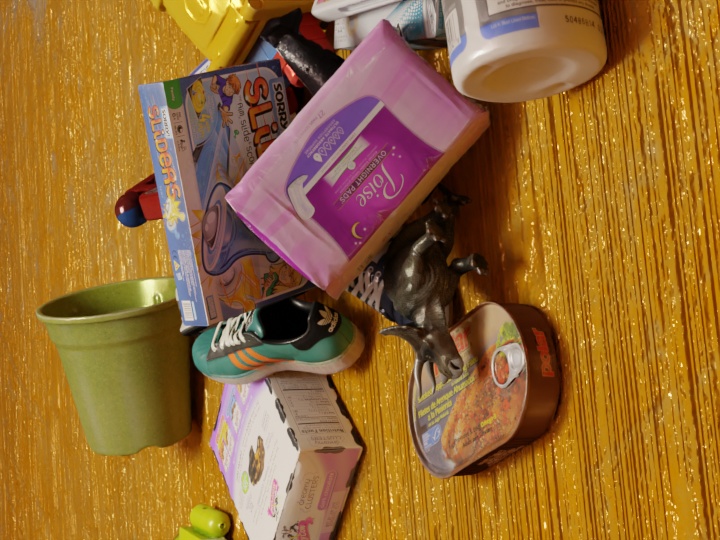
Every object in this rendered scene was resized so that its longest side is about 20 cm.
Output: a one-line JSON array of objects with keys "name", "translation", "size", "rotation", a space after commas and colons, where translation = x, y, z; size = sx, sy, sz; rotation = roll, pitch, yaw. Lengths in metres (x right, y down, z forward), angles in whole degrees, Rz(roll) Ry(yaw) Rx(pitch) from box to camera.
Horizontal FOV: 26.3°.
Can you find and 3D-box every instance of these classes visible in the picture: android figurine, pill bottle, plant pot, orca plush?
[{"name": "android figurine", "translation": [-0.178, 0.372, 1.818], "size": [0.200, 0.041, 0.184], "rotation": [180, 90, -65]}, {"name": "pill bottle", "translation": [0.109, -0.234, 1.117], "size": [0.114, 0.113, 0.202], "rotation": [147, 119, -61]}, {"name": "plant pot", "translation": [-0.284, 0.121, 1.898], "size": [0.200, 0.199, 0.186], "rotation": [14, 115, 64]}, {"name": "orca plush", "translation": [0.009, -0.153, 1.323], "size": [0.071, 0.105, 0.200], "rotation": [-41, 79, 16]}]

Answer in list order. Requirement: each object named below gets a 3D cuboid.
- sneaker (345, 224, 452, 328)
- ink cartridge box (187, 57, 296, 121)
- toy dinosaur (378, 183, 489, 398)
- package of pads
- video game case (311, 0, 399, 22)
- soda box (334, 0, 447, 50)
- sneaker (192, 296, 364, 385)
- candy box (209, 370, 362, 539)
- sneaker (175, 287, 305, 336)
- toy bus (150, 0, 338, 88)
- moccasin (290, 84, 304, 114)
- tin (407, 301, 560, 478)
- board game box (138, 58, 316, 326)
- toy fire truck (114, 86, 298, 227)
[{"name": "sneaker", "translation": [0.000, 0.000, 1.355], "size": [0.200, 0.108, 0.071], "rotation": [-122, 39, -48]}, {"name": "ink cartridge box", "translation": [-0.120, -0.111, 1.573], "size": [0.196, 0.043, 0.201], "rotation": [-30, 88, 53]}, {"name": "toy dinosaur", "translation": [0.048, -0.007, 1.244], "size": [0.102, 0.077, 0.201], "rotation": [-46, 34, 29]}, {"name": "package of pads", "translation": [0.000, -0.088, 1.236], "size": [0.200, 0.120, 0.076], "rotation": [-49, -5, 0]}, {"name": "video game case", "translation": [0.038, -0.310, 1.282], "size": [0.182, 0.024, 0.201], "rotation": [1, 69, 63]}, {"name": "soda box", "translation": [0.045, -0.223, 1.311], "size": [0.200, 0.063, 0.069], "rotation": [-169, 80, -65]}, {"name": "sneaker", "translation": [-0.094, 0.059, 1.498], "size": [0.199, 0.080, 0.072], "rotation": [-8, 49, 34]}, {"name": "candy box", "translation": [-0.080, 0.178, 1.571], "size": [0.200, 0.071, 0.169], "rotation": [-120, 38, -47]}, {"name": "sneaker", "translation": [-0.122, -0.016, 1.541], "size": [0.200, 0.075, 0.116], "rotation": [-24, 76, 37]}, {"name": "toy bus", "translation": [-0.069, -0.249, 1.438], "size": [0.193, 0.199, 0.136], "rotation": [56, 137, 19]}, {"name": "moccasin", "translation": [-0.093, -0.205, 1.602], "size": [0.078, 0.073, 0.203], "rotation": [28, 126, 53]}, {"name": "tin", "translation": [0.096, 0.096, 1.237], "size": [0.200, 0.042, 0.113], "rotation": [-43, 56, 57]}, {"name": "board game box", "translation": [-0.107, -0.067, 1.293], "size": [0.034, 0.135, 0.202], "rotation": [-1, 104, 43]}, {"name": "toy fire truck", "translation": [-0.141, -0.089, 1.440], "size": [0.199, 0.167, 0.113], "rotation": [-3, 109, 48]}]
